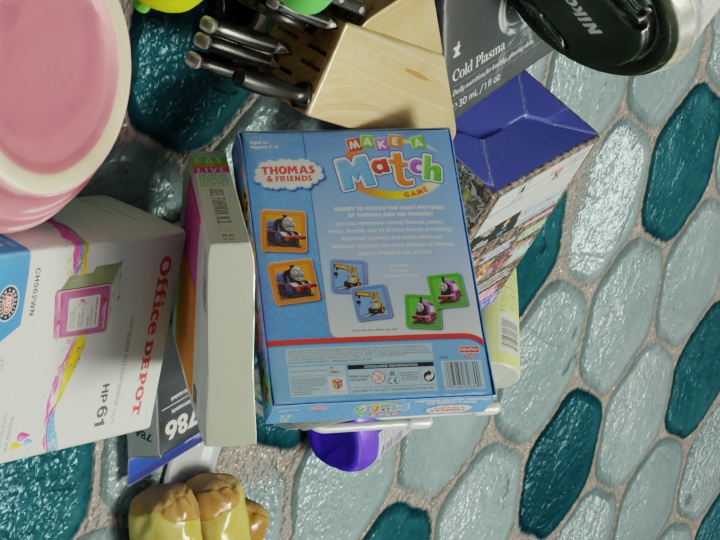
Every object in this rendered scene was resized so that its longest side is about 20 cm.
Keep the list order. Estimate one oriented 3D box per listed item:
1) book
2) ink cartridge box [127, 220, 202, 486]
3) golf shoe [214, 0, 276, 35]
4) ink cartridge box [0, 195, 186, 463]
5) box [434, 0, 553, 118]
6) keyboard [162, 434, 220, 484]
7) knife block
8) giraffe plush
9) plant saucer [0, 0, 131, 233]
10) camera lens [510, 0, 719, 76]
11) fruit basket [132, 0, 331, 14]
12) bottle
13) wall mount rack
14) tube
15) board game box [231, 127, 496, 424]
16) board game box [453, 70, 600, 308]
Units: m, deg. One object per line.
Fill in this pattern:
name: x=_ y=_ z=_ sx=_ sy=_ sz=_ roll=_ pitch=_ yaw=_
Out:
book: x=-0.094 y=0.012 z=1.309 sx=0.200 sy=0.048 sz=0.134 roll=-112 pitch=-158 yaw=-68
ink cartridge box: x=-0.128 y=0.062 z=1.475 sx=0.099 sy=0.039 sz=0.200 roll=-32 pitch=133 yaw=-45
golf shoe: x=-0.065 y=-0.236 z=1.359 sx=0.097 sy=0.078 sz=0.200 roll=-30 pitch=132 yaw=-39
ink cartridge box: x=-0.212 y=0.036 z=1.286 sx=0.200 sy=0.085 sz=0.145 roll=-11 pitch=117 yaw=-56
box: x=0.071 y=-0.246 z=1.521 sx=0.200 sy=0.124 sz=0.197 roll=-37 pitch=136 yaw=-41
keyboard: x=-0.111 y=0.081 z=1.554 sx=0.056 sy=0.011 sz=0.200 roll=5 pitch=105 yaw=-53
knife block: x=-0.028 y=-0.131 z=1.378 sx=0.176 sy=0.064 sz=0.200 roll=-35 pitch=137 yaw=-23
giraffe plush: x=-0.099 y=0.272 z=1.532 sx=0.172 sy=0.162 sz=0.200 roll=-3 pitch=113 yaw=-53
plant saucer: x=-0.201 y=-0.120 z=1.191 sx=0.200 sy=0.051 sz=0.201 roll=-13 pitch=106 yaw=-55
camera lens: x=0.206 y=-0.252 z=1.452 sx=0.200 sy=0.160 sz=0.160 roll=-52 pitch=146 yaw=-26
fruit basket: x=-0.076 y=-0.248 z=1.255 sx=0.156 sy=0.215 sz=0.216 roll=-48 pitch=144 yaw=-30
bottle: x=0.034 y=0.094 z=1.735 sx=0.200 sy=0.065 sz=0.084 roll=-37 pitch=133 yaw=-42
wall mount rack: x=-0.007 y=0.080 z=1.440 sx=0.174 sy=0.200 sz=0.075 roll=38 pitch=70 yaw=-13
tube: x=0.115 y=0.005 z=1.773 sx=0.058 sy=0.052 sz=0.200 roll=132 pitch=-34 yaw=-56
board game box: x=0.000 y=0.000 z=1.345 sx=0.037 sy=0.151 sz=0.200 roll=117 pitch=-32 yaw=-63
board game box: x=0.073 y=-0.045 z=1.607 sx=0.159 sy=0.097 sz=0.200 roll=-29 pitch=156 yaw=-47
